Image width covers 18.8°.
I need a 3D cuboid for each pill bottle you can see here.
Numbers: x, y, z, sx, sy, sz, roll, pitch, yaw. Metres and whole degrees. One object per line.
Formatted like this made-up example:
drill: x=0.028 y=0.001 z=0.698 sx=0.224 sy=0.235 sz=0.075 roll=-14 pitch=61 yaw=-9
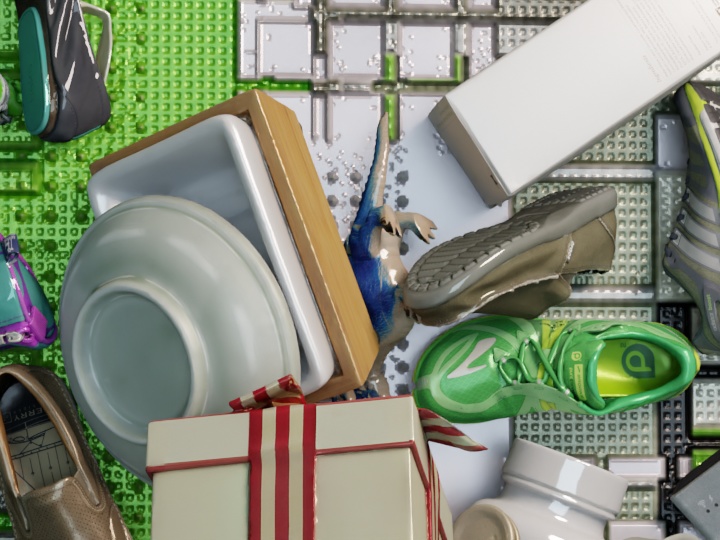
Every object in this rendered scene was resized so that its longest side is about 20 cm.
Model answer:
pill bottle: x=0.106 y=0.219 z=1.441 sx=0.111 sy=0.111 sz=0.201 roll=21 pitch=86 yaw=-4

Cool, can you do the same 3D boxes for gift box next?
gift box: x=-0.018 y=0.180 z=1.299 sx=0.198 sy=0.185 sz=0.188 roll=-5 pitch=58 yaw=3

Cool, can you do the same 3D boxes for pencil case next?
pencil case: x=-0.305 y=0.044 z=1.425 sx=0.199 sy=0.093 sz=0.085 roll=-22 pitch=130 yaw=-4

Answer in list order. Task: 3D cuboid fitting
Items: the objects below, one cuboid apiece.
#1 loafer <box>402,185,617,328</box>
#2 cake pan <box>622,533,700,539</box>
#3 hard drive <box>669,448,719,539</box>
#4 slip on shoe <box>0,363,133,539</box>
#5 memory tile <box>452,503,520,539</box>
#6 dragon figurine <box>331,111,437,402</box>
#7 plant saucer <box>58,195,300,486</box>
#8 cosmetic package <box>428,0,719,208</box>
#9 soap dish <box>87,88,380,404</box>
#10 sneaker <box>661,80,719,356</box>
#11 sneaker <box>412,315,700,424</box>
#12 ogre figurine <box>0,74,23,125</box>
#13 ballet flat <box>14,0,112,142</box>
loafer: x=0.109 y=0.001 z=1.438 sx=0.199 sy=0.075 sz=0.070 roll=-25 pitch=104 yaw=-40
cake pan: x=0.170 y=0.263 z=1.419 sx=0.037 sy=0.200 sz=0.201 roll=17 pitch=85 yaw=32
hard drive: x=0.327 y=0.184 z=1.468 sx=0.200 sy=0.033 sz=0.140 roll=47 pitch=120 yaw=-1
slip on shoe: x=-0.196 y=0.153 z=1.417 sx=0.076 sy=0.061 sz=0.201 roll=-19 pitch=73 yaw=4
memory tile: x=0.025 y=0.246 z=1.410 sx=0.199 sy=0.017 sz=0.154 roll=-21 pitch=63 yaw=29
dragon figurine: x=0.000 y=0.000 z=1.458 sx=0.099 sy=0.059 sz=0.201 roll=-18 pitch=83 yaw=34
plant saucer: x=-0.130 y=0.055 z=1.389 sx=0.199 sy=0.050 sz=0.202 roll=10 pitch=108 yaw=33
cosmetic package: x=0.153 y=-0.131 z=1.466 sx=0.199 sy=0.108 sz=0.085 roll=-33 pitch=90 yaw=-7
soap dish: x=-0.081 y=-0.002 z=1.421 sx=0.157 sy=0.081 sz=0.201 roll=-21 pitch=88 yaw=37
sneaker: x=0.239 y=-0.033 z=1.484 sx=0.081 sy=0.074 sz=0.201 roll=-22 pitch=69 yaw=33
sneaker: x=0.132 y=0.063 z=1.465 sx=0.198 sy=0.084 sz=0.075 roll=-6 pitch=88 yaw=-5
ogre figurine: x=-0.324 y=-0.141 z=1.418 sx=0.199 sy=0.120 sz=0.098 roll=35 pitch=85 yaw=-2
ballet flat: x=-0.204 y=-0.184 z=1.463 sx=0.073 sy=0.073 sz=0.201 roll=-10 pitch=82 yaw=-5
